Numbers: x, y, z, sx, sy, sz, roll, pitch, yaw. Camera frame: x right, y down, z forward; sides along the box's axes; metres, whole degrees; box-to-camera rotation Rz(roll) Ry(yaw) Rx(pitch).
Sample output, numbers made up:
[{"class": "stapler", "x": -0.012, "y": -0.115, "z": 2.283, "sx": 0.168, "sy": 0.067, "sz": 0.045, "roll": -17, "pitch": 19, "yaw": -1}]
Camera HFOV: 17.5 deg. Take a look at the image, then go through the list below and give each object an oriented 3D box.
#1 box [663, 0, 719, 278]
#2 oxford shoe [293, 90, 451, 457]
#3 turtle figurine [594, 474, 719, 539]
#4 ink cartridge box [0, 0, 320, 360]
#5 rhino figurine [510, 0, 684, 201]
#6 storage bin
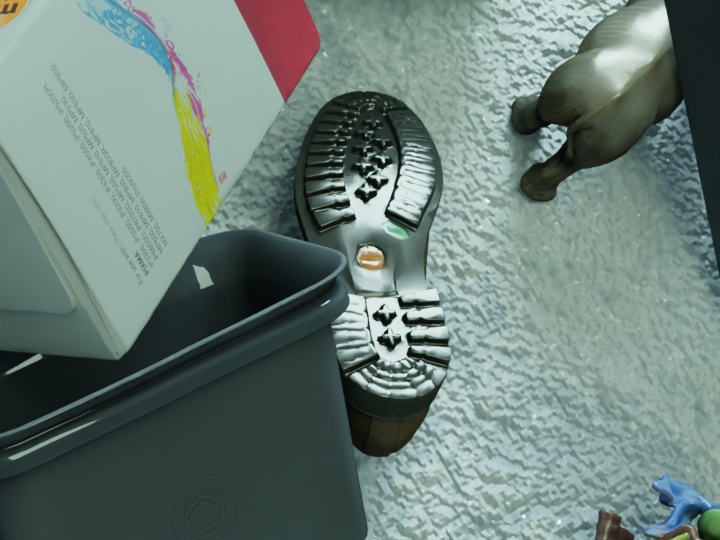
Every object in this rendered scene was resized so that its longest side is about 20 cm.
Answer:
[{"class": "box", "x": 0.240, "y": -0.084, "z": 1.187, "sx": 0.141, "sy": 0.079, "sz": 0.201, "roll": -33, "pitch": 121, "yaw": -31}, {"class": "oxford shoe", "x": 0.000, "y": 0.000, "z": 1.120, "sx": 0.072, "sy": 0.085, "sz": 0.201, "roll": 5, "pitch": 52, "yaw": -6}, {"class": "turtle figurine", "x": 0.164, "y": 0.205, "z": 1.079, "sx": 0.194, "sy": 0.144, "sz": 0.200, "roll": -39, "pitch": 87, "yaw": -24}, {"class": "ink cartridge box", "x": -0.140, "y": -0.083, "z": 0.997, "sx": 0.200, "sy": 0.145, "sz": 0.145, "roll": -61, "pitch": 139, "yaw": -36}, {"class": "rhino figurine", "x": 0.156, "y": -0.119, "z": 1.210, "sx": 0.060, "sy": 0.087, "sz": 0.200, "roll": 48, "pitch": 62, "yaw": -3}, {"class": "storage bin", "x": -0.098, "y": 0.083, "z": 1.023, "sx": 0.199, "sy": 0.145, "sz": 0.135, "roll": -24, "pitch": 111, "yaw": -28}]
